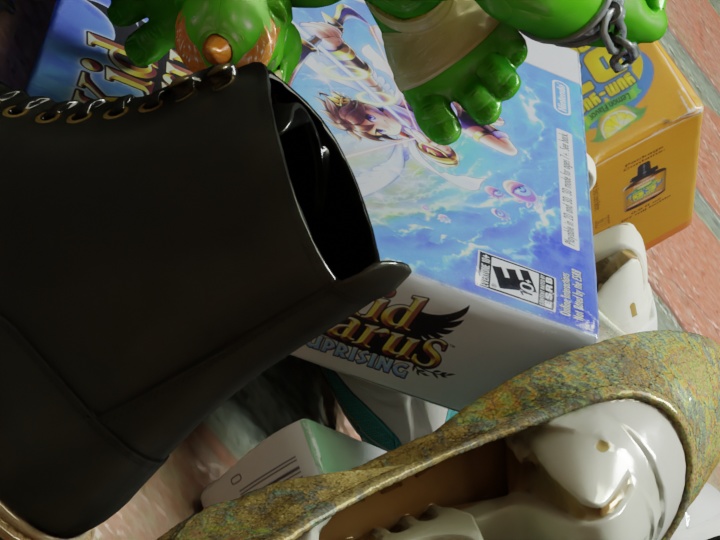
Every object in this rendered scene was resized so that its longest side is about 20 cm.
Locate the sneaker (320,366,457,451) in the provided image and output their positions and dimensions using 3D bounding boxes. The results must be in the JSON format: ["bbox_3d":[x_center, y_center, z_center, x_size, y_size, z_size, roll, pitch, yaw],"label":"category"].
[{"bbox_3d":[0.000,0.000,0.901,0.200,0.077,0.080,-103,-179,-54],"label":"sneaker"}]

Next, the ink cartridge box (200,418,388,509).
[{"bbox_3d":[0.043,0.143,0.784,0.200,0.050,0.161,24,37,-53],"label":"ink cartridge box"}]

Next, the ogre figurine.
[{"bbox_3d":[-0.023,-0.092,0.696,0.200,0.098,0.120,27,-2,14],"label":"ogre figurine"}]

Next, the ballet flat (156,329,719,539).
[{"bbox_3d":[0.034,0.072,0.684,0.071,0.200,0.071,47,-32,44],"label":"ballet flat"}]

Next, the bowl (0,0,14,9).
[{"bbox_3d":[-0.164,-0.174,0.803,0.201,0.039,0.201,47,21,-24],"label":"bowl"}]

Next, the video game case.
[{"bbox_3d":[-0.017,-0.042,0.806,0.181,0.045,0.200,18,29,-7],"label":"video game case"}]

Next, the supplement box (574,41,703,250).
[{"bbox_3d":[0.109,-0.055,1.132,0.069,0.066,0.200,61,-1,12],"label":"supplement box"}]

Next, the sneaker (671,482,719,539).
[{"bbox_3d":[0.087,0.082,0.917,0.100,0.075,0.200,58,10,6],"label":"sneaker"}]

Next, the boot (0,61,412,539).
[{"bbox_3d":[-0.076,-0.037,0.645,0.077,0.138,0.200,14,44,-61],"label":"boot"}]

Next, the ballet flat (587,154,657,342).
[{"bbox_3d":[0.080,-0.010,1.017,0.200,0.062,0.067,48,22,-26],"label":"ballet flat"}]

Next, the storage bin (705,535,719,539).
[{"bbox_3d":[0.084,0.158,0.643,0.200,0.094,0.135,-29,88,-38],"label":"storage bin"}]
